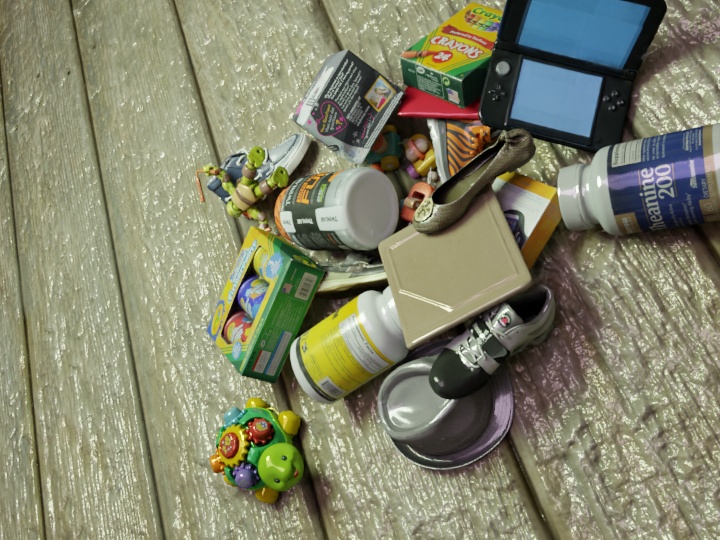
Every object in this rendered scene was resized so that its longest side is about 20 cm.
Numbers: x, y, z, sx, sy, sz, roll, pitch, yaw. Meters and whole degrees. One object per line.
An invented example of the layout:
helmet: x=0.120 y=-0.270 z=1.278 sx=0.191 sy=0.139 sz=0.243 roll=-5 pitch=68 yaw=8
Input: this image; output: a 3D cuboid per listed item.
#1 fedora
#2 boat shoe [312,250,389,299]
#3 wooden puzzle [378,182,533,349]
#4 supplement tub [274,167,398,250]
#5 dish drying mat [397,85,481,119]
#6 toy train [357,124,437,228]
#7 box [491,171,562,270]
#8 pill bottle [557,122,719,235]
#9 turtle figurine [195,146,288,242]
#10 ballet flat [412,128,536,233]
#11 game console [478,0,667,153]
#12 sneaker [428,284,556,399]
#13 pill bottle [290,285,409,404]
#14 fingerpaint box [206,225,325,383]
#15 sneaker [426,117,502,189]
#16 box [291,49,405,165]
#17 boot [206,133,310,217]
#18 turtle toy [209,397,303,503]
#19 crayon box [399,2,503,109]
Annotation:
fedora: x=0.100 y=0.176 z=0.991 sx=0.197 sy=0.090 sz=0.180 roll=-19 pitch=65 yaw=30
boat shoe: x=0.000 y=0.000 z=1.132 sx=0.197 sy=0.073 sz=0.066 roll=-11 pitch=74 yaw=33
wooden puzzle: x=0.122 y=-0.008 z=0.979 sx=0.183 sy=0.037 sz=0.202 roll=-29 pitch=46 yaw=17
supplement tub: x=-0.044 y=-0.093 z=1.149 sx=0.198 sy=0.121 sz=0.125 roll=1 pitch=75 yaw=49
dish drying mat: x=0.155 y=-0.250 z=1.056 sx=0.196 sy=0.018 sz=0.078 roll=7 pitch=58 yaw=21
toy train: x=0.054 y=-0.155 z=1.155 sx=0.199 sy=0.055 sz=0.152 roll=31 pitch=94 yaw=38
box: x=0.192 y=-0.034 z=1.009 sx=0.202 sy=0.041 sz=0.119 roll=-61 pitch=35 yaw=6
pill bottle: x=0.349 y=-0.104 z=0.891 sx=0.197 sy=0.110 sz=0.113 roll=-8 pitch=70 yaw=33
turtle figurine: x=-0.186 y=-0.129 z=1.261 sx=0.201 sy=0.064 sz=0.161 roll=50 pitch=133 yaw=-2
ballet flat: x=0.146 y=-0.124 z=0.983 sx=0.199 sy=0.046 sz=0.068 roll=-36 pitch=41 yaw=15
game console: x=0.269 y=-0.266 z=0.945 sx=0.196 sy=0.118 sz=0.174 roll=14 pitch=83 yaw=4
sneaker: x=0.165 y=0.081 z=0.921 sx=0.198 sy=0.089 sz=0.074 roll=-35 pitch=59 yaw=-15
pill bottle: x=0.001 y=0.103 z=1.073 sx=0.198 sy=0.112 sz=0.114 roll=-34 pitch=58 yaw=21
fingerpaint box: x=-0.161 y=0.052 z=1.196 sx=0.166 sy=0.073 sz=0.203 roll=36 pitch=103 yaw=52
sneaker: x=0.167 y=-0.175 z=1.069 sx=0.110 sy=0.077 sz=0.204 roll=-15 pitch=79 yaw=16
box: x=-0.028 y=-0.258 z=1.151 sx=0.133 sy=0.114 sz=0.200 roll=-57 pitch=15 yaw=6
boot: x=-0.184 y=-0.188 z=1.303 sx=0.200 sy=0.090 sz=0.073 roll=-44 pitch=28 yaw=16
turtle toy: x=-0.159 y=0.283 z=1.135 sx=0.197 sy=0.101 sz=0.149 roll=12 pitch=82 yaw=37
crayon box: x=0.169 y=-0.328 z=1.074 sx=0.199 sy=0.051 sz=0.126 roll=-41 pitch=50 yaw=-22
